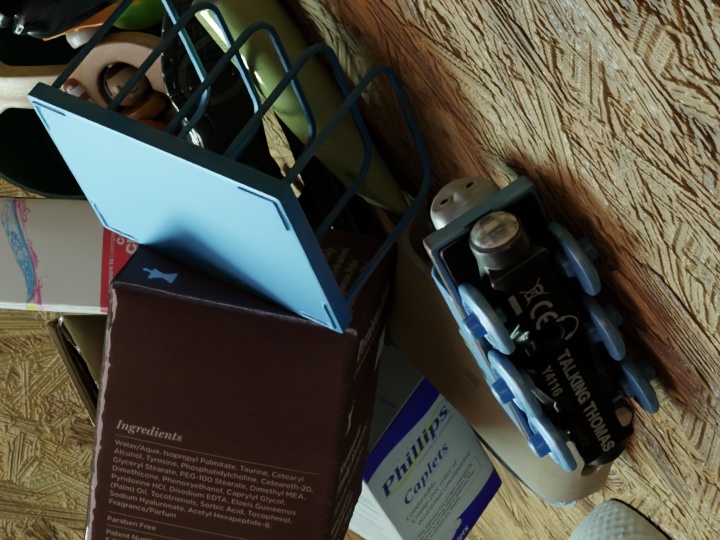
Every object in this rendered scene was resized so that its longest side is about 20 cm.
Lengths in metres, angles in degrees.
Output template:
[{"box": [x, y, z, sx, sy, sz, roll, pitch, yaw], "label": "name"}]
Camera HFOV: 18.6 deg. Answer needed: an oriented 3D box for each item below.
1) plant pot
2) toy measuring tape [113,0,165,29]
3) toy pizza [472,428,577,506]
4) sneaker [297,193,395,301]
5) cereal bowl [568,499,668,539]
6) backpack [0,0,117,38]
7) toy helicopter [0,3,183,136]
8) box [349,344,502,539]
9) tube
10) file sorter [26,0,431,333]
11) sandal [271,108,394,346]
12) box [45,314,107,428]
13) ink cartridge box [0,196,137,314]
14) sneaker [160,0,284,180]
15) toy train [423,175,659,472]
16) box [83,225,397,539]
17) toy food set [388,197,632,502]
[{"box": [-0.214, -0.141, 1.764, 0.201, 0.201, 0.161, 50, 177, 9], "label": "plant pot"}, {"box": [-0.146, -0.191, 1.609, 0.200, 0.074, 0.074, 46, 169, 31], "label": "toy measuring tape"}, {"box": [0.099, 0.091, 1.622, 0.200, 0.032, 0.200, 49, 169, 12], "label": "toy pizza"}, {"box": [0.000, 0.000, 1.675, 0.082, 0.073, 0.200, 34, 171, 31], "label": "sneaker"}, {"box": [0.213, 0.268, 1.592, 0.200, 0.083, 0.200, 49, 169, 13], "label": "cereal bowl"}, {"box": [-0.202, -0.260, 1.374, 0.200, 0.167, 0.127, 57, 176, 8], "label": "backpack"}, {"box": [-0.215, -0.143, 1.629, 0.200, 0.079, 0.132, 3, 128, 20], "label": "toy helicopter"}, {"box": [-0.009, 0.121, 1.708, 0.184, 0.105, 0.200, 28, 162, 33], "label": "box"}, {"box": [-0.035, -0.111, 1.451, 0.200, 0.052, 0.058, 52, -151, -25], "label": "tube"}, {"box": [-0.075, -0.077, 1.360, 0.200, 0.123, 0.139, 23, 154, 30], "label": "file sorter"}, {"box": [-0.027, -0.034, 1.570, 0.075, 0.048, 0.200, -21, -95, -85], "label": "sandal"}, {"box": [-0.156, 0.106, 1.678, 0.164, 0.021, 0.200, 61, -164, 10], "label": "box"}, {"box": [-0.216, -0.011, 1.640, 0.200, 0.086, 0.148, 5, 180, 15], "label": "ink cartridge box"}, {"box": [-0.103, -0.115, 1.547, 0.091, 0.076, 0.200, -135, 36, -71], "label": "sneaker"}, {"box": [0.096, 0.028, 1.243, 0.114, 0.087, 0.200, 50, 173, 49], "label": "toy train"}, {"box": [-0.079, 0.083, 1.472, 0.166, 0.164, 0.200, -63, -17, -66], "label": "box"}, {"box": [0.096, 0.053, 1.454, 0.200, 0.060, 0.144, 46, 160, 17], "label": "toy food set"}]
